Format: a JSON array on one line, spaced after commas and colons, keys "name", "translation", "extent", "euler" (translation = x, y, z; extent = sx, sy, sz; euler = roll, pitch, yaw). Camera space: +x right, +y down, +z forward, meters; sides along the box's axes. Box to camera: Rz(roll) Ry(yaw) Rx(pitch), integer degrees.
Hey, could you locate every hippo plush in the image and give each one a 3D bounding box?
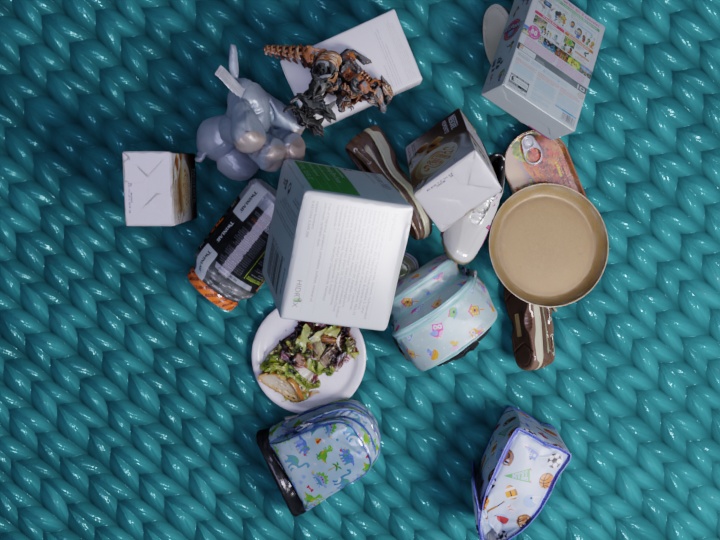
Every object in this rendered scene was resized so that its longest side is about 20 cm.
[{"name": "hippo plush", "translation": [-0.202, -0.213, 1.621], "extent": [0.200, 0.160, 0.160], "euler": [41, 127, -22]}]

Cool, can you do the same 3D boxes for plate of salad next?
[{"name": "plate of salad", "translation": [-0.089, 0.149, 1.723], "extent": [0.197, 0.048, 0.203], "euler": [0, 96, 2]}]

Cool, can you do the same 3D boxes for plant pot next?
[{"name": "plant pot", "translation": [0.305, -0.040, 1.647], "extent": [0.197, 0.027, 0.203], "euler": [0, 84, -3]}]

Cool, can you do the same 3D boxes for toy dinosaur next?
[{"name": "toy dinosaur", "translation": [-0.052, -0.286, 1.542], "extent": [0.198, 0.102, 0.137], "euler": [20, 75, 12]}]

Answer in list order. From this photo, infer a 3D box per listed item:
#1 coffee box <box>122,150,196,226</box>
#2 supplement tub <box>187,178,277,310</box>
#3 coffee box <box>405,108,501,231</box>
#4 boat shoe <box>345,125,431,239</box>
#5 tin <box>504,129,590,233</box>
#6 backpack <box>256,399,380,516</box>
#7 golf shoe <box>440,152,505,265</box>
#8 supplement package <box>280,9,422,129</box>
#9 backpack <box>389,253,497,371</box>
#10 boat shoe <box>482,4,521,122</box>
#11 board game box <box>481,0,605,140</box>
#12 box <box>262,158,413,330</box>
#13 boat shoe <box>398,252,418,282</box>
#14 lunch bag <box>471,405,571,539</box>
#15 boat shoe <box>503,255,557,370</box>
[{"name": "coffee box", "translation": [-0.319, -0.134, 1.621], "extent": [0.079, 0.200, 0.116], "euler": [0, 97, 1]}, {"name": "supplement tub", "translation": [-0.189, -0.040, 1.667], "extent": [0.122, 0.123, 0.201], "euler": [39, 95, -3]}, {"name": "coffee box", "translation": [0.141, -0.160, 1.569], "extent": [0.114, 0.201, 0.080], "euler": [-34, 113, 15]}, {"name": "boat shoe", "translation": [0.041, -0.133, 1.664], "extent": [0.074, 0.075, 0.204], "euler": [-29, 84, -13]}, {"name": "tin", "translation": [0.308, -0.136, 1.684], "extent": [0.111, 0.042, 0.202], "euler": [-23, 96, 0]}, {"name": "backpack", "translation": [-0.058, 0.305, 1.702], "extent": [0.198, 0.154, 0.165], "euler": [-26, 92, -7]}, {"name": "golf shoe", "translation": [0.183, -0.104, 1.618], "extent": [0.072, 0.092, 0.202], "euler": [23, 61, -6]}, {"name": "supplement package", "translation": [-0.014, -0.320, 1.631], "extent": [0.198, 0.121, 0.121], "euler": [-24, 96, 3]}, {"name": "backpack", "translation": [0.126, 0.069, 1.623], "extent": [0.175, 0.200, 0.154], "euler": [-33, 103, 5]}, {"name": "boat shoe", "translation": [0.260, -0.340, 1.651], "extent": [0.059, 0.072, 0.202], "euler": [-17, 84, -37]}, {"name": "board game box", "translation": [0.290, -0.331, 1.589], "extent": [0.147, 0.064, 0.202], "euler": [29, 70, -22]}, {"name": "box", "translation": [-0.040, -0.042, 1.532], "extent": [0.169, 0.199, 0.202], "euler": [8, 107, -16]}, {"name": "boat shoe", "translation": [0.000, 0.000, 1.695], "extent": [0.197, 0.062, 0.073], "euler": [0, 96, 1]}, {"name": "lunch bag", "translation": [0.246, 0.345, 1.672], "extent": [0.123, 0.170, 0.202], "euler": [25, 97, 2]}, {"name": "boat shoe", "translation": [0.291, 0.064, 1.700], "extent": [0.074, 0.074, 0.205], "euler": [-2, 89, -33]}]
